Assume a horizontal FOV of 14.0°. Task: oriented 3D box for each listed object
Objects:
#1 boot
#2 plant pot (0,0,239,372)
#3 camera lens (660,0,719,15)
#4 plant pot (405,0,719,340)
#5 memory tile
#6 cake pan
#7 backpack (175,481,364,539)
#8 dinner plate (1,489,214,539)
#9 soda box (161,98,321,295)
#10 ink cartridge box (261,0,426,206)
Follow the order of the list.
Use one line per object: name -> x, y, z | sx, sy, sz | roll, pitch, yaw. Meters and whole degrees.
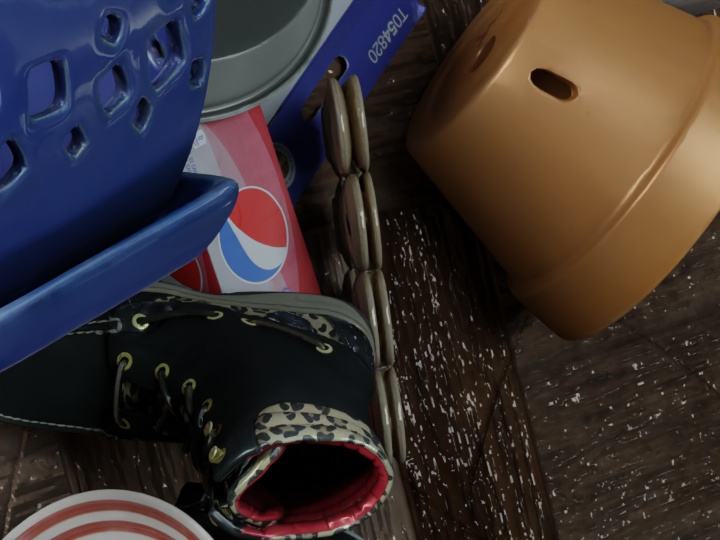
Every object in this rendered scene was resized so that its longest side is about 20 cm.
boot -> -0.084, 0.067, 1.391 | 0.202, 0.154, 0.074 | -2, 115, -7
plant pot -> -0.178, -0.068, 1.259 | 0.200, 0.199, 0.181 | -32, 119, -44
camera lens -> 0.177, -0.227, 1.712 | 0.159, 0.199, 0.161 | 11, 73, -41
plant pot -> 0.119, -0.081, 1.647 | 0.140, 0.200, 0.201 | 35, 57, -13
memory tile -> 0.000, 0.000, 1.542 | 0.017, 0.153, 0.202 | -7, 92, -4
cake pan -> -0.105, -0.168, 1.483 | 0.199, 0.037, 0.201 | 8, 59, -14
backpack -> -0.040, 0.224, 1.430 | 0.151, 0.177, 0.200 | -56, 128, -32
dinner plate -> -0.120, 0.201, 1.347 | 0.024, 0.199, 0.202 | 23, 65, -51
soda box -> -0.065, 0.015, 1.512 | 0.070, 0.063, 0.201 | -31, 109, -42
ink cartridge box -> -0.053, -0.156, 1.592 | 0.200, 0.040, 0.200 | 49, 52, -24
